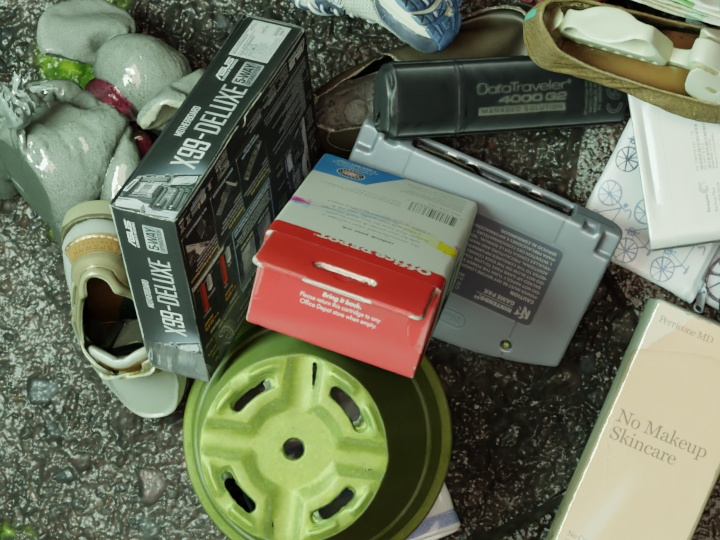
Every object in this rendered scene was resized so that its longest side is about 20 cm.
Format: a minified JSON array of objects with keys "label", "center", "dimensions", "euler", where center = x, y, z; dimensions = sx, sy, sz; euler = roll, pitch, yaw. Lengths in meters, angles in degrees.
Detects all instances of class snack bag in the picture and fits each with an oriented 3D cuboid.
[{"label":"snack bag","center":[0.280,-0.058,1.311],"dimensions":[0.200,0.021,0.189],"euler":[28,92,4]}]

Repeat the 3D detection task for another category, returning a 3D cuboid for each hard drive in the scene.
[{"label":"hard drive","center":[0.293,-0.093,1.258],"dimensions":[0.200,0.027,0.132],"euler":[-9,84,8]}]

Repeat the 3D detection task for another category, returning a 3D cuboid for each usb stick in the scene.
[{"label":"usb stick","center":[0.103,-0.125,1.280],"dimensions":[0.200,0.033,0.056],"euler":[-6,102,-22]}]

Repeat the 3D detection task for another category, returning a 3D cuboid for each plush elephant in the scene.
[{"label":"plush elephant","center":[-0.180,-0.105,1.292],"dimensions":[0.155,0.200,0.165],"euler":[-35,64,-22]}]

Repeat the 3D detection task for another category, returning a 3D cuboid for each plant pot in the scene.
[{"label":"plant pot","center":[-0.037,0.116,1.235],"dimensions":[0.200,0.190,0.200],"euler":[0,87,3]}]

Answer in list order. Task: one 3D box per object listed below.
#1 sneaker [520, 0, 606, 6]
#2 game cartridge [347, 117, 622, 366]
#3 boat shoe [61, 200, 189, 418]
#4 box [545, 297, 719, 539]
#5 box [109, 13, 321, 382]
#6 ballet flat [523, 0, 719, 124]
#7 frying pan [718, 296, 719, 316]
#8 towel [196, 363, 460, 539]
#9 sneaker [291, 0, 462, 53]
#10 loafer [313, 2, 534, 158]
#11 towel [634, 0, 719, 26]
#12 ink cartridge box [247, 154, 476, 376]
[{"label":"sneaker","center":[0.097,-0.254,1.298],"dimensions":[0.200,0.081,0.075],"euler":[35,91,5]},{"label":"game cartridge","center":[0.072,-0.014,1.298],"dimensions":[0.200,0.041,0.133],"euler":[25,114,2]},{"label":"boat shoe","center":[-0.169,0.045,1.270],"dimensions":[0.075,0.200,0.068],"euler":[-12,45,5]},{"label":"box","center":[0.212,0.126,1.290],"dimensions":[0.095,0.078,0.200],"euler":[22,92,5]},{"label":"box","center":[-0.090,-0.050,1.224],"dimensions":[0.050,0.158,0.200],"euler":[15,51,18]},{"label":"ballet flat","center":[0.206,-0.148,1.226],"dimensions":[0.200,0.072,0.068],"euler":[19,83,11]},{"label":"frying pan","center":[0.298,-0.065,1.281],"dimensions":[0.115,0.031,0.190],"euler":[-9,88,7]},{"label":"towel","center":[-0.027,0.131,1.340],"dimensions":[0.147,0.024,0.200],"euler":[-23,88,4]},{"label":"sneaker","center":[-0.007,-0.216,1.304],"dimensions":[0.200,0.077,0.085],"euler":[46,134,20]},{"label":"loafer","center":[0.047,-0.134,1.307],"dimensions":[0.200,0.071,0.073],"euler":[-27,88,5]},{"label":"towel","center":[0.218,-0.239,1.261],"dimensions":[0.200,0.023,0.153],"euler":[16,56,7]},{"label":"ink cartridge box","center":[0.000,0.000,1.180],"dimensions":[0.116,0.200,0.067],"euler":[19,115,6]}]
